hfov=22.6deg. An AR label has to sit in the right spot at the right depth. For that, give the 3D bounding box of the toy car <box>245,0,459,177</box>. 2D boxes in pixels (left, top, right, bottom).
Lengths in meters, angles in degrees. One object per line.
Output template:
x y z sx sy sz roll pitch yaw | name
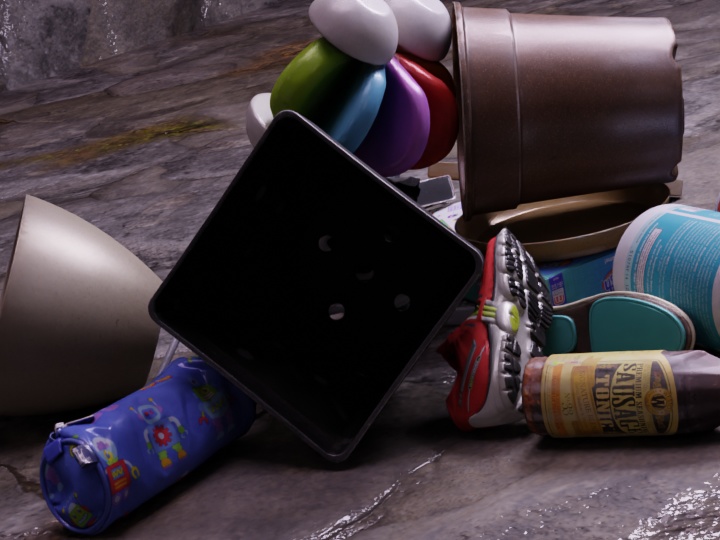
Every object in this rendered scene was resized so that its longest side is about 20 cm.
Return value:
0.011 -0.148 1.587 0.150 0.175 0.200 48 30 20 | toy car

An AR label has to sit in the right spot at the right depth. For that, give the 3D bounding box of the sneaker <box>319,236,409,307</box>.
0.000 0.000 1.672 0.092 0.076 0.200 8 -8 41 | sneaker

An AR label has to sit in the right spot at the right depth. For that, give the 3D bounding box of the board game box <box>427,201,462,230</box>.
0.082 -0.029 1.830 0.199 0.041 0.153 -14 13 9 | board game box

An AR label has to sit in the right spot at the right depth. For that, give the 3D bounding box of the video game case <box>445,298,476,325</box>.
0.180 0.008 1.718 0.143 0.018 0.200 -3 18 29 | video game case

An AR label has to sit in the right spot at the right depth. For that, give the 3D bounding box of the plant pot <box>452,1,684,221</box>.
0.186 -0.150 1.641 0.197 0.201 0.200 -3 16 2 | plant pot

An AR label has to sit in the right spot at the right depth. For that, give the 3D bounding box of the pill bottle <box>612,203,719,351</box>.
0.301 0.012 1.452 0.110 0.111 0.200 -19 17 -24 | pill bottle

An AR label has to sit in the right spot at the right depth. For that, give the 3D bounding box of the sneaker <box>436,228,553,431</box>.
0.101 0.045 1.451 0.085 0.077 0.200 -23 34 28 | sneaker

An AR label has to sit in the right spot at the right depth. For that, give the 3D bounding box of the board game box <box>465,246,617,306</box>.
0.205 -0.014 1.660 0.199 0.045 0.152 -19 18 -27 | board game box

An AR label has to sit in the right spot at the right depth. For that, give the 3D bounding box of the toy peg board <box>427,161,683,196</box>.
0.211 -0.137 1.935 0.199 0.098 0.199 3 2 -44 | toy peg board

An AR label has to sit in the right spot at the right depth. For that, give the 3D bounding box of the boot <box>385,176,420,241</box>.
-0.013 -0.074 1.711 0.131 0.070 0.200 15 -3 0 | boot

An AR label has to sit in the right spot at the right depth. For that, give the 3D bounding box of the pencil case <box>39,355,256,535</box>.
-0.169 0.130 1.417 0.078 0.087 0.200 -27 2 39 | pencil case

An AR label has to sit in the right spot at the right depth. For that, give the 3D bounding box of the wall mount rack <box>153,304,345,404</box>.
-0.102 0.067 1.623 0.199 0.075 0.174 0 16 36 | wall mount rack

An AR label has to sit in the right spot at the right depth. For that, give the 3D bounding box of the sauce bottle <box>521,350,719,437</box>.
0.219 0.089 1.326 0.199 0.066 0.066 -6 17 25 | sauce bottle

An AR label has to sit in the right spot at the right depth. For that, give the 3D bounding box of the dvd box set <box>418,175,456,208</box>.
-0.012 -0.058 1.932 0.146 0.030 0.200 -14 -2 -33 | dvd box set

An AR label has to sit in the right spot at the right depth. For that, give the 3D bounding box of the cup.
-0.256 0.044 1.633 0.143 0.201 0.200 13 12 -11 | cup

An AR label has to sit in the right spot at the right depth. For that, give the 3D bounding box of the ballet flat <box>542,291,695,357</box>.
0.196 0.052 1.486 0.199 0.070 0.069 0 20 38 | ballet flat

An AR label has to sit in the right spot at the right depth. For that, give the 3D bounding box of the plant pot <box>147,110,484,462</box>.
-0.017 0.009 1.465 0.199 0.200 0.177 37 10 9 | plant pot

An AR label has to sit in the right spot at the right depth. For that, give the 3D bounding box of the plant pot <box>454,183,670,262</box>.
0.186 -0.045 1.650 0.199 0.028 0.200 -10 16 3 | plant pot

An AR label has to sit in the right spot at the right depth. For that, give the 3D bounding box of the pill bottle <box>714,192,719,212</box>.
0.389 -0.030 1.530 0.112 0.113 0.200 -14 15 -10 | pill bottle
